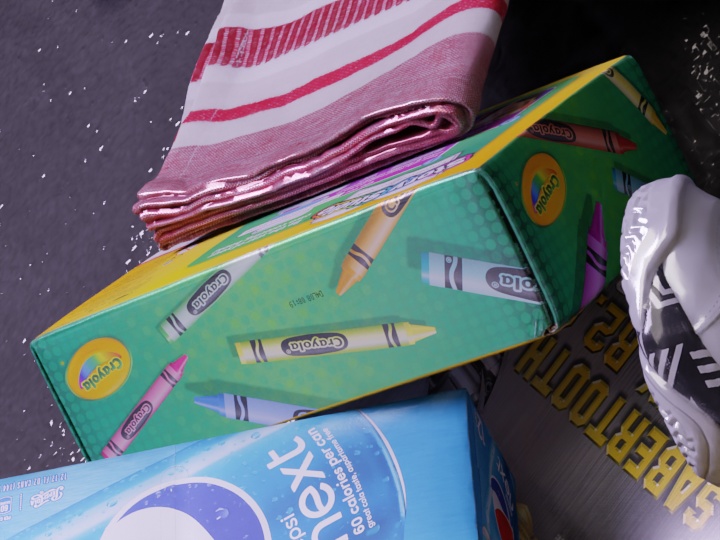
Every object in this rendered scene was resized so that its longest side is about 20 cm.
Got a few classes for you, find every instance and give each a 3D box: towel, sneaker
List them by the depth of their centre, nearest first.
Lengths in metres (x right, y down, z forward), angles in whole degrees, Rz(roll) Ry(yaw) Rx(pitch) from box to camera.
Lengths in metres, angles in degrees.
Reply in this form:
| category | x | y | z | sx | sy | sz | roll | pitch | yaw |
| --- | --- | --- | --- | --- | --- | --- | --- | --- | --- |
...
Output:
| category | x | y | z | sx | sy | sz | roll | pitch | yaw |
| --- | --- | --- | --- | --- | --- | --- | --- | --- | --- |
| sneaker | 0.160 | 0.048 | 0.697 | 0.115 | 0.075 | 0.200 | -27 | 89 | 18 |
| towel | -0.001 | -0.103 | 0.870 | 0.144 | 0.023 | 0.200 | -20 | 38 | 34 |

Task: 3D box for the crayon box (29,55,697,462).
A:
| category | x | y | z | sx | sy | sz | roll | pitch | yaw |
| --- | --- | --- | --- | --- | --- | --- | --- | --- | --- |
| crayon box | 0.000 | 0.000 | 0.816 | 0.200 | 0.058 | 0.119 | -20 | 11 | 36 |

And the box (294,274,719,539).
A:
| category | x | y | z | sx | sy | sz | roll | pitch | yaw |
| --- | --- | --- | --- | --- | --- | --- | --- | --- | --- |
| box | 0.081 | 0.049 | 0.836 | 0.159 | 0.048 | 0.200 | -52 | 41 | 5 |

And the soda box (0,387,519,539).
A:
| category | x | y | z | sx | sy | sz | roll | pitch | yaw |
| --- | --- | --- | --- | --- | --- | --- | --- | --- | --- |
| soda box | -0.050 | 0.099 | 0.793 | 0.199 | 0.068 | 0.064 | -12 | 55 | 12 |
